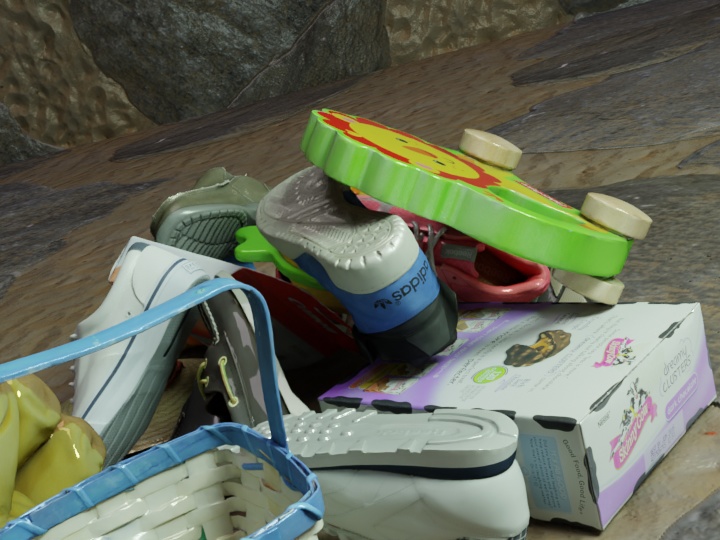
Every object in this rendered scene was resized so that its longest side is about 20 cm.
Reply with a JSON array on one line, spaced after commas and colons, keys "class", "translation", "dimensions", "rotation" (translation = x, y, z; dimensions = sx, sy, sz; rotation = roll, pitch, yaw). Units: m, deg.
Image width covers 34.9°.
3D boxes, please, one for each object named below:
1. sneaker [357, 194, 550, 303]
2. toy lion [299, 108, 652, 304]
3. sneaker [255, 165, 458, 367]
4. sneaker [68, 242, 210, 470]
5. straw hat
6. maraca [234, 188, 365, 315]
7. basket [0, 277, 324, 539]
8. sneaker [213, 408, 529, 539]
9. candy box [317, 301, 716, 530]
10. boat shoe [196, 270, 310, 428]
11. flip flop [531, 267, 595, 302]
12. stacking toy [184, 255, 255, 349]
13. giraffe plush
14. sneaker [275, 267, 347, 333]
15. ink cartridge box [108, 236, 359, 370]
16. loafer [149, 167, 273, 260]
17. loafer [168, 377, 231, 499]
[{"class": "sneaker", "translation": [0.053, -0.018, 0.863], "dimensions": [0.199, 0.074, 0.087], "rotation": [13, -9, -14]}, {"class": "toy lion", "translation": [0.063, -0.054, 0.758], "dimensions": [0.191, 0.069, 0.200], "rotation": [8, 20, -44]}, {"class": "sneaker", "translation": [-0.001, 0.001, 0.783], "dimensions": [0.077, 0.112, 0.200], "rotation": [-38, 29, -12]}, {"class": "sneaker", "translation": [-0.185, 0.073, 0.855], "dimensions": [0.071, 0.201, 0.073], "rotation": [29, -2, 18]}, {"class": "straw hat", "translation": [-0.203, 0.081, 0.992], "dimensions": [0.200, 0.086, 0.201], "rotation": [-14, 17, 4]}, {"class": "maraca", "translation": [-0.017, -0.023, 0.978], "dimensions": [0.199, 0.108, 0.137], "rotation": [14, 30, 34]}, {"class": "basket", "translation": [-0.108, 0.121, 0.563], "dimensions": [0.175, 0.201, 0.139], "rotation": [-20, 25, -29]}, {"class": "sneaker", "translation": [0.000, 0.127, 0.657], "dimensions": [0.199, 0.081, 0.076], "rotation": [-1, 17, 32]}, {"class": "candy box", "translation": [0.103, 0.083, 0.745], "dimensions": [0.199, 0.072, 0.167], "rotation": [-1, 21, 42]}, {"class": "boat shoe", "translation": [-0.077, 0.082, 0.778], "dimensions": [0.060, 0.072, 0.202], "rotation": [-26, 53, -10]}, {"class": "flip flop", "translation": [0.148, 0.006, 0.972], "dimensions": [0.081, 0.058, 0.200], "rotation": [-47, 29, -1]}, {"class": "stacking toy", "translation": [-0.198, 0.041, 1.133], "dimensions": [0.199, 0.110, 0.116], "rotation": [-22, 4, 28]}, {"class": "giraffe plush", "translation": [-0.246, 0.173, 0.672], "dimensions": [0.161, 0.173, 0.201], "rotation": [-22, 49, 11]}, {"class": "sneaker", "translation": [-0.048, 0.008, 1.098], "dimensions": [0.076, 0.086, 0.200], "rotation": [-14, 17, -3]}, {"class": "ink cartridge box", "translation": [-0.085, 0.045, 0.934], "dimensions": [0.199, 0.162, 0.050], "rotation": [18, 75, 38]}, {"class": "loafer", "translation": [-0.135, -0.050, 1.046], "dimensions": [0.075, 0.070, 0.200], "rotation": [-54, -16, 18]}, {"class": "loafer", "translation": [-0.108, 0.109, 0.839], "dimensions": [0.072, 0.073, 0.200], "rotation": [-11, 17, 12]}]
